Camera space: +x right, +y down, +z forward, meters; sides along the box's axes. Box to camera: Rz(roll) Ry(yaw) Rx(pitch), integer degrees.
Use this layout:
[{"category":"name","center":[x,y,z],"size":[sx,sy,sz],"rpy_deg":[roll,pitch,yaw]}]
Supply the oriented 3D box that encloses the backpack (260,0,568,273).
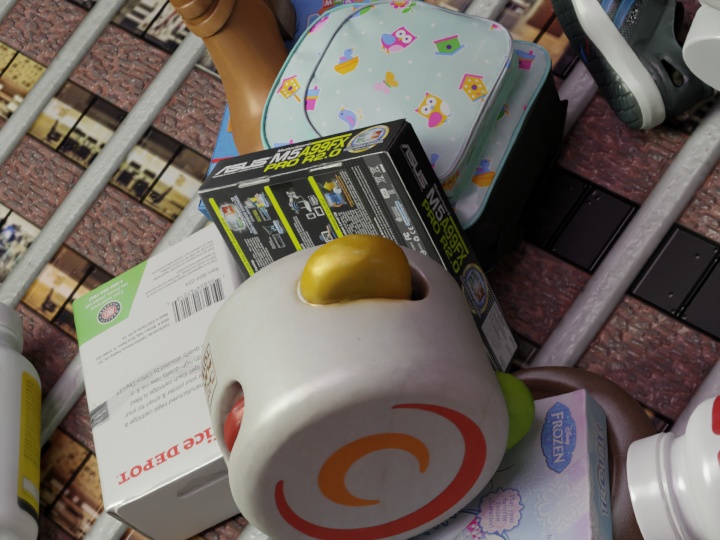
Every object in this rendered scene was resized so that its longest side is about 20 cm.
[{"category":"backpack","center":[0.028,-0.107,1.519],"size":[0.200,0.153,0.176],"rpy_deg":[15,70,28]}]

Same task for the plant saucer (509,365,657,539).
[{"category":"plant saucer","center":[0.109,0.150,1.413],"size":[0.200,0.032,0.200],"rpy_deg":[-16,55,23]}]

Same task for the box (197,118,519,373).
[{"category":"box","center":[0.000,0.000,1.455],"size":[0.160,0.200,0.044],"rpy_deg":[-11,30,33]}]

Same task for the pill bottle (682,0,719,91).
[{"category":"pill bottle","center":[0.300,-0.223,1.457],"size":[0.120,0.120,0.200],"rpy_deg":[11,69,36]}]

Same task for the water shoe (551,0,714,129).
[{"category":"water shoe","center":[0.199,-0.185,1.545],"size":[0.079,0.072,0.200],"rpy_deg":[-19,55,-5]}]

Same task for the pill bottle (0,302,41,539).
[{"category":"pill bottle","center":[-0.308,0.126,1.635],"size":[0.112,0.112,0.200],"rpy_deg":[-19,54,22]}]

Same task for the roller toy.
[{"category":"roller toy","center":[-0.008,0.076,1.330],"size":[0.182,0.200,0.140],"rpy_deg":[-34,47,17]}]

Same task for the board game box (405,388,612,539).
[{"category":"board game box","center":[0.067,0.193,1.363],"size":[0.199,0.043,0.200],"rpy_deg":[-15,55,25]}]

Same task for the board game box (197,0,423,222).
[{"category":"board game box","center":[-0.039,-0.134,1.672],"size":[0.151,0.037,0.200],"rpy_deg":[-2,63,31]}]

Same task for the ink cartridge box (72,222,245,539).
[{"category":"ink cartridge box","center":[-0.125,0.086,1.562],"size":[0.145,0.084,0.200],"rpy_deg":[-28,51,16]}]

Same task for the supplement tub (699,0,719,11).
[{"category":"supplement tub","center":[0.272,-0.278,1.340],"size":[0.145,0.145,0.200],"rpy_deg":[23,74,39]}]

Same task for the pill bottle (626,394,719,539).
[{"category":"pill bottle","center":[0.271,0.119,1.274],"size":[0.200,0.112,0.112],"rpy_deg":[-18,54,22]}]

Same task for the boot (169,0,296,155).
[{"category":"boot","center":[-0.100,-0.182,1.611],"size":[0.077,0.155,0.200],"rpy_deg":[-14,56,24]}]
